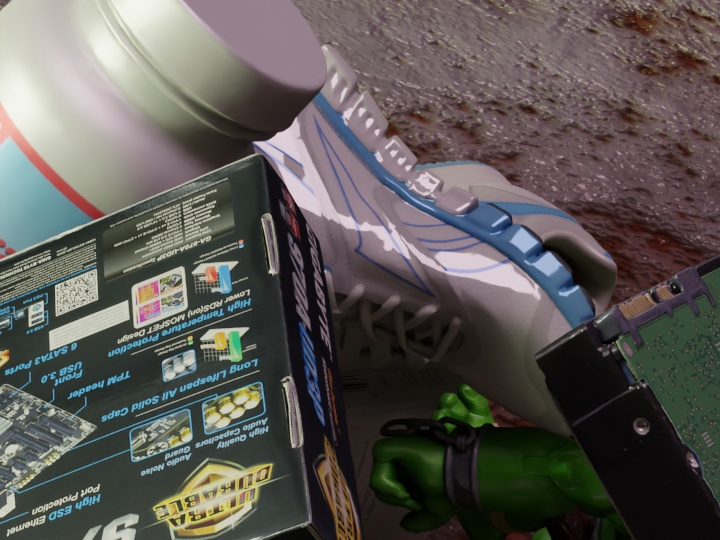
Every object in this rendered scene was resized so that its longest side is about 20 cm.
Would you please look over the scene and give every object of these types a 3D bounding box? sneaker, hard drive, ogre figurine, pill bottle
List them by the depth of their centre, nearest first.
[{"bbox_3d":[-0.106,-0.023,0.930,0.109,0.200,0.109,37,22,-18],"label":"pill bottle"},{"bbox_3d":[0.146,0.095,0.949,0.201,0.038,0.140,60,29,4],"label":"hard drive"},{"bbox_3d":[0.000,0.000,0.989,0.200,0.075,0.087,41,57,10],"label":"sneaker"},{"bbox_3d":[0.107,0.093,1.064,0.119,0.200,0.099,-3,54,38],"label":"ogre figurine"},{"bbox_3d":[0.019,0.005,1.072,0.081,0.077,0.199,30,31,34],"label":"sneaker"}]

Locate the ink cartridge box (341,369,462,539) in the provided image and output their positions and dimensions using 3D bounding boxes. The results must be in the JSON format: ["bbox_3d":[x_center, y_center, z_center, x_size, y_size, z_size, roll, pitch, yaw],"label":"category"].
[{"bbox_3d":[-0.078,0.049,1.112,0.199,0.085,0.146,-2,36,-33],"label":"ink cartridge box"}]

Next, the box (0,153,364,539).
[{"bbox_3d":[-0.102,0.064,0.823,0.199,0.046,0.159,-22,41,10],"label":"box"}]

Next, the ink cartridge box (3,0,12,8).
[{"bbox_3d":[-0.112,-0.088,1.198,0.084,0.201,0.145,8,32,-15],"label":"ink cartridge box"}]
